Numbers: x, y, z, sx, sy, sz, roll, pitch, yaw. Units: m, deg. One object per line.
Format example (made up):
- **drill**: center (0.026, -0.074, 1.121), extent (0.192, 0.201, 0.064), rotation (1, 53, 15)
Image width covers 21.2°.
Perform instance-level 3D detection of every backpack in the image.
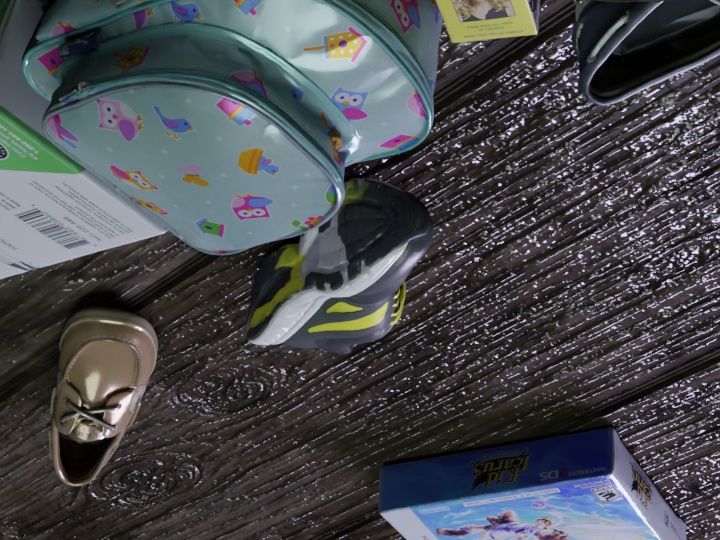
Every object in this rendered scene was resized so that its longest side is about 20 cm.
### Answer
- **backpack**: center (-0.057, -0.110, 0.989), extent (0.199, 0.155, 0.176), rotation (-22, 135, 32)

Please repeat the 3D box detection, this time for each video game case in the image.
- **video game case**: center (0.141, 0.200, 1.544), extent (0.198, 0.046, 0.181), rotation (-12, 145, 24)

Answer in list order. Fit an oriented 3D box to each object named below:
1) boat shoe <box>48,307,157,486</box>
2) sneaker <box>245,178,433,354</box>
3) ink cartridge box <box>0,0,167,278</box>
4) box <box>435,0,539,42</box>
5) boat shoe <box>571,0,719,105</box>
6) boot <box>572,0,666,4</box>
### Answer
- **boat shoe**: center (-0.190, 0.094, 1.402), extent (0.070, 0.065, 0.201), rotation (10, 147, -8)
- **sneaker**: center (0.000, 0.000, 1.237), extent (0.084, 0.075, 0.200), rotation (15, 156, -26)
- **ink cartridge box**: center (-0.218, -0.070, 1.110), extent (0.199, 0.085, 0.146), rotation (-13, 143, 39)
- **box**: center (0.043, -0.199, 0.908), extent (0.050, 0.076, 0.200), rotation (-4, 148, 18)
- **boat shoe**: center (0.190, -0.146, 0.981), extent (0.199, 0.062, 0.075), rotation (-22, 137, 35)
- **boot**: center (0.159, -0.204, 0.835), extent (0.198, 0.069, 0.175), rotation (-6, 122, 35)
